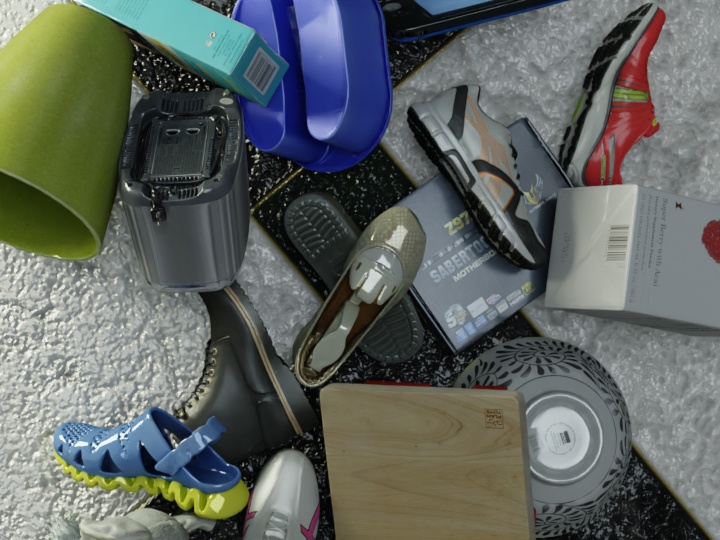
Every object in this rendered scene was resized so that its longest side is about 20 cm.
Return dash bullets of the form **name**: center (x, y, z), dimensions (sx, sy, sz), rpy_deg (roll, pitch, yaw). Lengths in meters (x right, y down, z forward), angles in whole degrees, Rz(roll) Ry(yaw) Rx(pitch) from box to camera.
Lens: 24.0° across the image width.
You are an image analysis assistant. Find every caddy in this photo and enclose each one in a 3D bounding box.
- **caddy**: center (-0.043, -0.196, 1.639), dimensions (0.141, 0.105, 0.201), rpy_deg (-8, 86, 29)

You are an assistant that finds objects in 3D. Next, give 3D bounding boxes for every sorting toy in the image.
- **sorting toy**: center (0.074, 0.199, 1.613), dimensions (0.199, 0.070, 0.200), rpy_deg (1, 106, 24)

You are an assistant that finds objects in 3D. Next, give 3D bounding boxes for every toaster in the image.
- **toaster**: center (-0.160, -0.069, 1.576), dimensions (0.113, 0.200, 0.130), rpy_deg (-4, 131, 3)

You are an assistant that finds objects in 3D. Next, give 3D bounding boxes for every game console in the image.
- **game console**: center (0.097, -0.320, 1.678), dimensions (0.199, 0.171, 0.119), rpy_deg (-16, 115, -9)

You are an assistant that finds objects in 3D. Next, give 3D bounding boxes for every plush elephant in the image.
- **plush elephant**: center (-0.202, 0.287, 1.551), dimensions (0.164, 0.155, 0.201), rpy_deg (-7, 66, -50)

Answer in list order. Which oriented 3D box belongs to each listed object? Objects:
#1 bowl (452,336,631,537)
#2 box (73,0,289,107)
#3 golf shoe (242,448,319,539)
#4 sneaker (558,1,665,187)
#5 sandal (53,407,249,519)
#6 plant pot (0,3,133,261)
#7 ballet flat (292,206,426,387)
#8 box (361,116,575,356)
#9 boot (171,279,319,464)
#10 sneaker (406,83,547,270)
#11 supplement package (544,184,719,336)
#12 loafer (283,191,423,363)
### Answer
- **bowl**: center (0.184, 0.163, 1.660), dimensions (0.200, 0.094, 0.202), rpy_deg (1, 84, -9)
- **box**: center (-0.170, -0.225, 1.597), dimensions (0.200, 0.082, 0.049), rpy_deg (27, 84, 27)
- **golf shoe**: center (-0.080, 0.269, 1.613), dimensions (0.072, 0.092, 0.201), rpy_deg (14, 82, -6)
- **sneaker**: center (0.269, -0.172, 1.717), dimensions (0.085, 0.077, 0.201), rpy_deg (22, 93, -11)
- **sandal**: center (-0.195, 0.165, 1.581), dimensions (0.199, 0.079, 0.087), rpy_deg (9, 112, 16)
- **plant pot**: center (-0.292, -0.141, 1.584), dimensions (0.187, 0.187, 0.201), rpy_deg (23, 68, -6)
- **ballet flat**: center (0.000, 0.032, 1.595), dimensions (0.067, 0.062, 0.200), rpy_deg (29, 112, -7)
- **box**: center (0.125, -0.034, 1.688), dimensions (0.200, 0.051, 0.158), rpy_deg (-34, 90, -10)
- **boot**: center (-0.146, 0.096, 1.628), dimensions (0.138, 0.077, 0.200), rpy_deg (-30, 89, -5)
- **sneaker**: center (0.129, -0.093, 1.632), dimensions (0.080, 0.074, 0.200), rpy_deg (-32, 87, -12)
- **supplement package**: center (0.297, -0.007, 1.642), dimensions (0.199, 0.120, 0.122), rpy_deg (10, 84, -32)
- **loafer**: center (0.000, 0.000, 1.655), dimensions (0.075, 0.070, 0.200), rpy_deg (-26, 108, 17)
